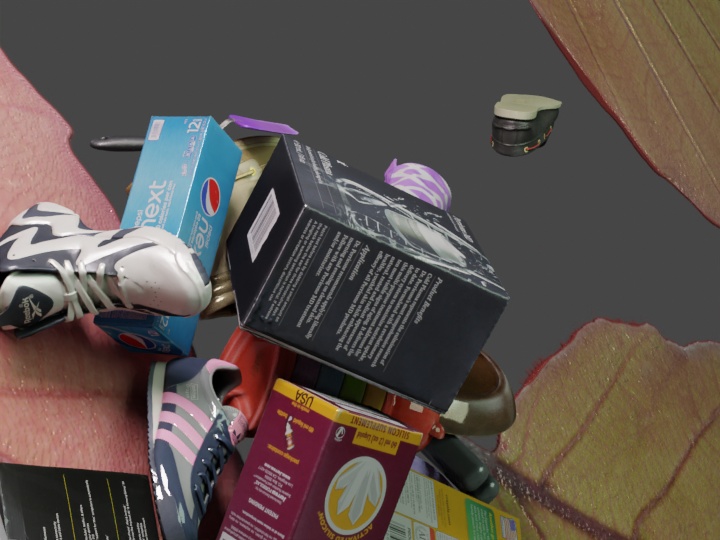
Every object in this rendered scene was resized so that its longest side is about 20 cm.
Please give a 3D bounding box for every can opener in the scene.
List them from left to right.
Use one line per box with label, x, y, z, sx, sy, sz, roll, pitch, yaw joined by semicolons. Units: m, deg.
can opener;0.077;0.155;1.616;0.053;0.066;0.200;52;-2;-38

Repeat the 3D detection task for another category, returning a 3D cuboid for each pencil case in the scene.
pencil case;0.034;-0.040;1.763;0.085;0.084;0.200;32;35;1

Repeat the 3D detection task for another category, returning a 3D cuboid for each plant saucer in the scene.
plant saucer;0.068;0.097;1.643;0.198;0.032;0.201;19;23;-8

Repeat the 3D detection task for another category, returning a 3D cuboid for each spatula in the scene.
spatula;-0.155;-0.127;1.546;0.198;0.056;0.021;-10;109;-19

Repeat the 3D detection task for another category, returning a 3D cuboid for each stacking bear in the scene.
stacking bear;-0.017;0.112;1.483;0.199;0.115;0.121;22;3;-27

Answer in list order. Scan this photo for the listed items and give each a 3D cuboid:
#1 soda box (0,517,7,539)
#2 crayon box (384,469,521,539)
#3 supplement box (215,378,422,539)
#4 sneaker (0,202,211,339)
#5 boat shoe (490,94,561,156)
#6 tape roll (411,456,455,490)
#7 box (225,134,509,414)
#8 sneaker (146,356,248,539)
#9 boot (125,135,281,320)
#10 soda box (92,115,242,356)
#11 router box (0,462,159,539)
soda box;-0.299;0.176;1.166;0.063;0.070;0.202;-2;66;-51
crayon box;0.068;0.258;1.482;0.199;0.051;0.127;28;45;-37
supplement box;-0.043;0.205;1.368;0.110;0.085;0.202;20;90;-44
sneaker;-0.226;0.017;1.311;0.198;0.080;0.130;22;42;23
boat shoe;0.211;-0.190;2.126;0.201;0.073;0.064;-38;135;-67
tape roll;0.036;0.272;1.534;0.199;0.065;0.202;33;41;-35
box;0.000;0.000;1.426;0.195;0.125;0.200;25;16;-17
sneaker;-0.132;0.146;1.358;0.071;0.081;0.201;84;-2;-46
boot;-0.113;-0.041;1.567;0.199;0.073;0.156;-21;79;-51
soda box;-0.165;-0.031;1.435;0.068;0.064;0.202;48;50;-56
router box;-0.212;0.248;1.238;0.148;0.051;0.202;14;54;-45
